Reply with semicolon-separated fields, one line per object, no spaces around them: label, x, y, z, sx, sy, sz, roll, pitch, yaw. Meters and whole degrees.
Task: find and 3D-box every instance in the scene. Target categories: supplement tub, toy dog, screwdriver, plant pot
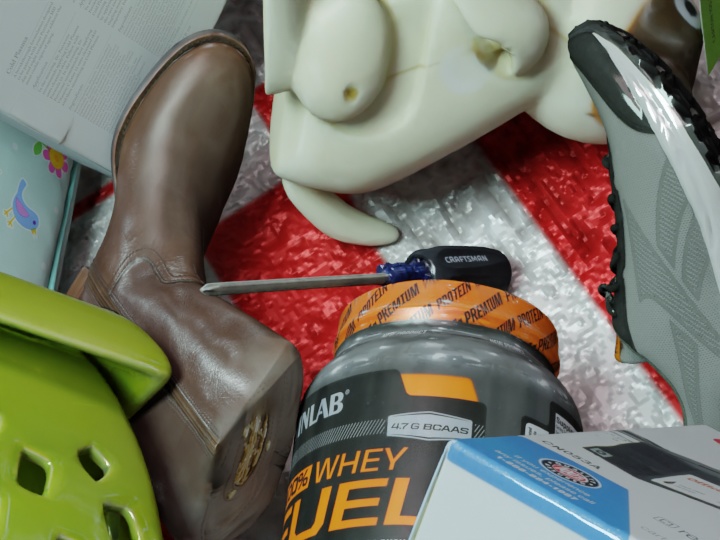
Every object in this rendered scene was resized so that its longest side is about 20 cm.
supplement tub;0.028;0.113;0.897;0.122;0.123;0.201;-4;60;17
toy dog;0.055;-0.102;0.994;0.199;0.195;0.140;-4;15;-1
screwdriver;0.000;0.000;0.942;0.028;0.199;0.029;-9;82;39
plant pot;-0.194;0.101;0.896;0.200;0.198;0.182;-40;37;49

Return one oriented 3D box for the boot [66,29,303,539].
boot;-0.063;0.004;0.958;0.200;0.064;0.187;42;112;61

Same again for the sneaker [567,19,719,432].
sneaker;0.128;-0.009;0.922;0.079;0.074;0.201;-23;92;16

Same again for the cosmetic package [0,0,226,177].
cosmetic package;-0.120;-0.159;1.010;0.052;0.151;0.201;23;85;36

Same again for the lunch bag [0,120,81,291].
lunch bag;-0.210;-0.030;1.043;0.077;0.160;0.201;-14;55;38

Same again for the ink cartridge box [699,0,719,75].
ink cartridge box;0.219;-0.193;0.972;0.075;0.148;0.200;18;56;26

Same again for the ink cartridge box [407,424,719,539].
ink cartridge box;0.124;0.121;0.778;0.145;0.200;0.084;26;103;32
